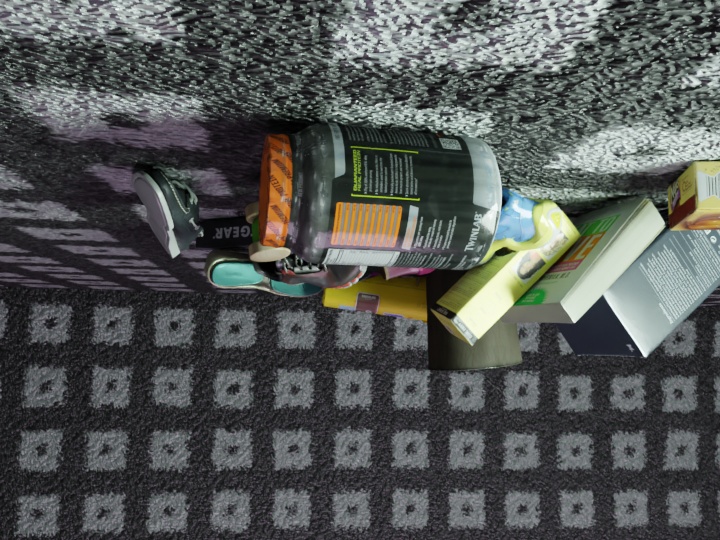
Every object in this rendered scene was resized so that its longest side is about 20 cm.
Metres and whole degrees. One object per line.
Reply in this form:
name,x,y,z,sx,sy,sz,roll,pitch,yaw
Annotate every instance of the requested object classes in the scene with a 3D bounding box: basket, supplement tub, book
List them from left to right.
supplement tub,0.013,-0.065,0.626,0.199,0.123,0.122,3,174,-13
basket,0.157,0.037,1.018,0.135,0.201,0.180,-6,175,14
book,0.277,-0.007,0.902,0.200,0.048,0.133,-43,-166,-23

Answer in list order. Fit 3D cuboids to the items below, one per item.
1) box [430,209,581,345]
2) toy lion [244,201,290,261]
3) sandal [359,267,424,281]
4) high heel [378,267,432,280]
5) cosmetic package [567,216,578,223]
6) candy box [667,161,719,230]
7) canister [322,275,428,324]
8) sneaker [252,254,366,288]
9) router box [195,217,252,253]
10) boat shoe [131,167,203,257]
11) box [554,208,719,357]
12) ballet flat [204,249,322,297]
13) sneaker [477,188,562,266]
box,0.185,0.003,0.905,0.050,0.200,0.075,47,174,-16
toy lion,-0.009,-0.065,0.805,0.191,0.069,0.200,3,162,-36
sandal,0.000,0.000,1.030,0.200,0.048,0.075,9,-167,30
high heel,0.054,-0.043,0.951,0.096,0.068,0.200,-16,-150,-7
cosmetic package,0.277,-0.019,1.111,0.084,0.108,0.200,3,176,-29
candy box,0.444,-0.078,0.743,0.199,0.057,0.117,-1,173,12
canister,0.041,0.033,1.157,0.199,0.087,0.149,8,179,-2
sneaker,-0.075,-0.009,0.972,0.199,0.078,0.082,-11,172,44
router box,-0.145,-0.051,1.148,0.199,0.051,0.149,-2,171,29
boat shoe,-0.229,-0.079,0.857,0.060,0.076,0.200,-36,175,-18
box,0.370,0.015,0.949,0.200,0.107,0.148,-39,-173,-18
ballet flat,-0.155,0.000,1.134,0.199,0.070,0.069,9,171,-27
sneaker,0.144,-0.062,0.865,0.105,0.076,0.200,24,156,-30
